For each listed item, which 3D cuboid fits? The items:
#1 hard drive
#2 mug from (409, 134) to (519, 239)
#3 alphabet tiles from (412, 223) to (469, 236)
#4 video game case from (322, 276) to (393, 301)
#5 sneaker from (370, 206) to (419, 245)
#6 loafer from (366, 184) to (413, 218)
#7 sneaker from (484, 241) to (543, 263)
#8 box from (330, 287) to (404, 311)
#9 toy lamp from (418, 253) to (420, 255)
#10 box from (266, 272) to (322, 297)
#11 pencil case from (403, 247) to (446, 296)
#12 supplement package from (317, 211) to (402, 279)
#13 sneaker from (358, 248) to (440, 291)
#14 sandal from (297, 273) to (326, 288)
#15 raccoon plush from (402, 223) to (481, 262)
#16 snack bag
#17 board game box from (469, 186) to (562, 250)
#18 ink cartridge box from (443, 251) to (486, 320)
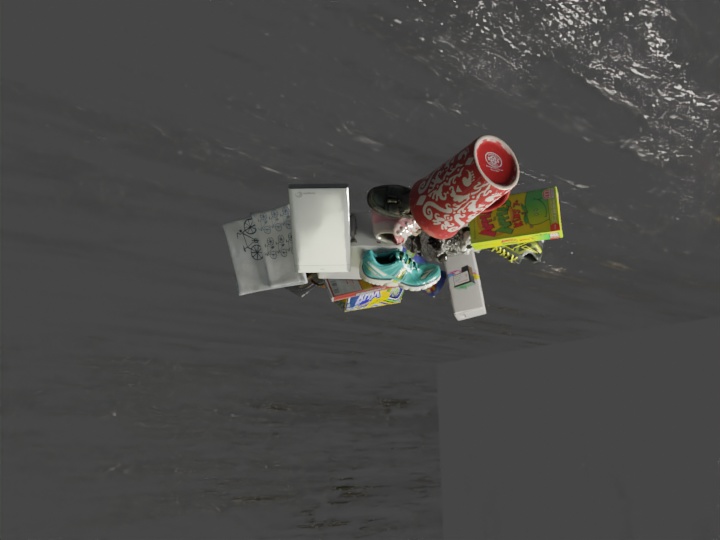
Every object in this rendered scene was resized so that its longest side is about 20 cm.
[{"bbox_3d":[-0.088,-0.090,1.257,0.129,0.204,0.027,-1,-152,0],"label":"hard drive"},{"bbox_3d":[0.213,-0.170,1.104,0.176,0.135,0.200,-29,175,-33],"label":"mug"},{"bbox_3d":[0.189,-0.114,1.438,0.197,0.015,0.194,-11,163,33],"label":"alphabet tiles"},{"bbox_3d":[0.000,0.000,1.414,0.196,0.144,0.018,-12,139,-16],"label":"video game case"},{"bbox_3d":[0.119,-0.108,1.288,0.195,0.107,0.076,-3,152,10],"label":"sneaker"},{"bbox_3d":[0.113,-0.142,1.209,0.196,0.074,0.063,11,175,-14],"label":"loafer"},{"bbox_3d":[0.389,-0.063,1.488,0.195,0.087,0.075,1,163,-4],"label":"sneaker"},{"bbox_3d":[0.022,0.051,1.476,0.197,0.066,0.070,-7,-150,-40],"label":"box"},{"bbox_3d":[0.086,-0.028,1.653,0.057,0.060,0.198,12,158,-37],"label":"toy lamp"},{"bbox_3d":[-0.172,-0.026,1.489,0.121,0.107,0.200,-37,155,7],"label":"box"},{"bbox_3d":[0.141,-0.012,1.532,0.198,0.087,0.078,34,133,-1],"label":"pencil case"},{"bbox_3d":[-0.006,-0.060,1.375,0.195,0.119,0.119,1,139,-5],"label":"supplement package"},{"bbox_3d":[0.095,-0.005,1.304,0.195,0.078,0.081,4,124,-14],"label":"sneaker"},{"bbox_3d":[-0.066,0.018,1.471,0.196,0.056,0.082,-11,161,-23],"label":"sandal"},{"bbox_3d":[0.208,-0.087,1.422,0.131,0.099,0.199,-9,-160,-29],"label":"raccoon plush"},{"bbox_3d":[-0.234,-0.046,1.367,0.196,0.193,0.021,-10,-172,19],"label":"snack bag"},{"bbox_3d":[0.346,-0.115,1.282,0.196,0.104,0.047,-8,163,24],"label":"board game box"},{"bbox_3d":[0.275,0.020,1.522,0.082,0.205,0.145,-12,167,12],"label":"ink cartridge box"}]
